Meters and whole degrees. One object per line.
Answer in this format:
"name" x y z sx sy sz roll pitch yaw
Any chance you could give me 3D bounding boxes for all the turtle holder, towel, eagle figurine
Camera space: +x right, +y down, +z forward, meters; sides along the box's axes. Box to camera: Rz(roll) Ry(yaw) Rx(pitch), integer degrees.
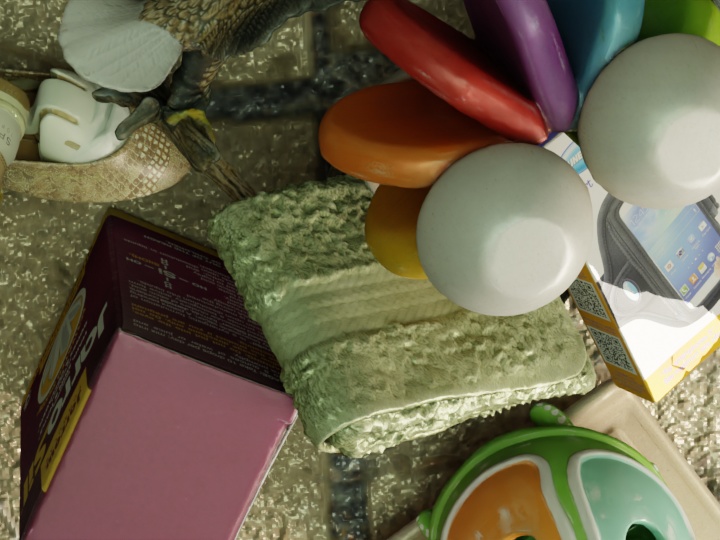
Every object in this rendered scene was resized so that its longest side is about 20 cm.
"turtle holder" 0.122 0.178 1.301 0.141 0.132 0.186 -26 114 0
"towel" 0.025 0.012 1.193 0.200 0.149 0.036 -11 156 -42
"eagle figurine" -0.051 -0.151 1.203 0.152 0.151 0.200 32 108 -19

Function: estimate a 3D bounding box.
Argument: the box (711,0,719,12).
"box" 0.224 -0.128 1.230 0.086 0.164 0.200 -33 109 4

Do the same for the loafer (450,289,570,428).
"loafer" 0.084 0.012 1.308 0.073 0.071 0.200 27 103 -15

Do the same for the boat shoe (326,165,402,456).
"boat shoe" 0.000 0.000 1.294 0.072 0.068 0.201 12 84 -16

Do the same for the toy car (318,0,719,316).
"toy car" 0.072 -0.090 1.115 0.200 0.175 0.150 -33 119 0

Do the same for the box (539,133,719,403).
"box" 0.153 -0.041 1.278 0.119 0.041 0.200 -40 124 -17

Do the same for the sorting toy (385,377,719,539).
"sorting toy" 0.126 0.178 1.395 0.185 0.036 0.200 -36 114 6

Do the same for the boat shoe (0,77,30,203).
"boat shoe" -0.233 -0.026 1.212 0.074 0.067 0.200 21 140 -20

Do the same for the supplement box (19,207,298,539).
"supplement box" -0.108 0.069 1.235 0.103 0.200 0.131 23 104 -15

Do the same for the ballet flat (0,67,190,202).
"ballet flat" -0.183 -0.078 1.239 0.199 0.065 0.071 3 66 -10
